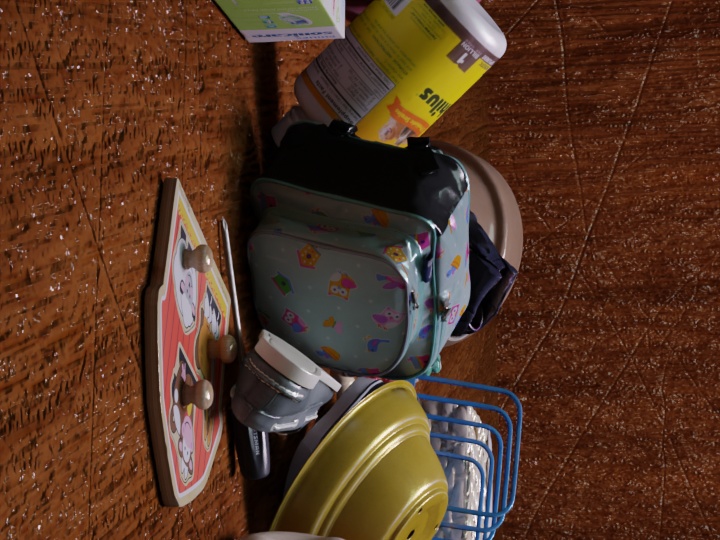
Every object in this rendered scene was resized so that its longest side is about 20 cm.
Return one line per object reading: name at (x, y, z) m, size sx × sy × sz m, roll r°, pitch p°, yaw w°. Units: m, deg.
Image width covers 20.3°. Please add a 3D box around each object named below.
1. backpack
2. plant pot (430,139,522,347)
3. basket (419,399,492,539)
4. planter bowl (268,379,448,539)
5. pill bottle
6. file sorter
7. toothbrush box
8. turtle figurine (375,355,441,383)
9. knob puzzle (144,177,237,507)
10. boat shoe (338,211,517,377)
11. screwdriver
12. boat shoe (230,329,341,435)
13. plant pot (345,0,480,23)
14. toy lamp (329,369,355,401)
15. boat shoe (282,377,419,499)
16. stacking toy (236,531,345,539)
backpack at (0.000, 0.000, 1.638) m, size 0.201 × 0.174 × 0.154 m, roll 80°, pitch 27°, yaw -48°
plant pot at (0.030, -0.042, 1.864) m, size 0.174 × 0.198 × 0.202 m, roll 28°, pitch 59°, yaw -59°
basket at (0.064, 0.243, 2.130) m, size 0.124 × 0.134 × 0.202 m, roll 63°, pitch 27°, yaw -60°
planter bowl at (0.014, 0.197, 1.650) m, size 0.200 × 0.083 × 0.201 m, roll -45°, pitch 157°, yaw -26°
pill bottle at (0.020, -0.159, 1.695) m, size 0.109 × 0.200 × 0.109 m, roll 44°, pitch 12°, yaw -12°
file sorter at (0.077, 0.202, 1.958) m, size 0.200 × 0.121 × 0.140 m, roll 107°, pitch -9°, yaw -63°
toothbrush box at (-0.067, -0.270, 1.531) m, size 0.200 × 0.085 × 0.147 m, roll 49°, pitch 40°, yaw -78°
turtle figurine at (0.035, 0.040, 2.035) m, size 0.200 × 0.150 × 0.101 m, roll -47°, pitch 176°, yaw -19°
knob puzzle at (-0.110, 0.066, 1.374) m, size 0.220 × 0.030 × 0.222 m, roll -1°, pitch 90°, yaw -81°
boat shoe at (0.054, 0.040, 1.755) m, size 0.074 × 0.093 × 0.201 m, roll -12°, pitch 142°, yaw -53°
screwdriver at (-0.087, 0.060, 1.527) m, size 0.028 × 0.029 × 0.202 m, roll -48°, pitch 136°, yaw -77°
boat shoe at (-0.062, 0.088, 1.501) m, size 0.062 × 0.073 × 0.200 m, roll -56°, pitch 175°, yaw -1°
plant pot at (0.012, -0.306, 1.767) m, size 0.179 × 0.198 × 0.202 m, roll -21°, pitch 110°, yaw -64°
toy lamp at (-0.014, 0.117, 1.896) m, size 0.059 × 0.058 × 0.201 m, roll -82°, pitch 165°, yaw -44°
boat shoe at (-0.005, 0.166, 1.778) m, size 0.199 × 0.067 × 0.074 m, roll -46°, pitch 140°, yaw -54°
stacking toy at (-0.050, 0.307, 1.500) m, size 0.146 × 0.145 × 0.202 m, roll -46°, pitch 149°, yaw -77°
